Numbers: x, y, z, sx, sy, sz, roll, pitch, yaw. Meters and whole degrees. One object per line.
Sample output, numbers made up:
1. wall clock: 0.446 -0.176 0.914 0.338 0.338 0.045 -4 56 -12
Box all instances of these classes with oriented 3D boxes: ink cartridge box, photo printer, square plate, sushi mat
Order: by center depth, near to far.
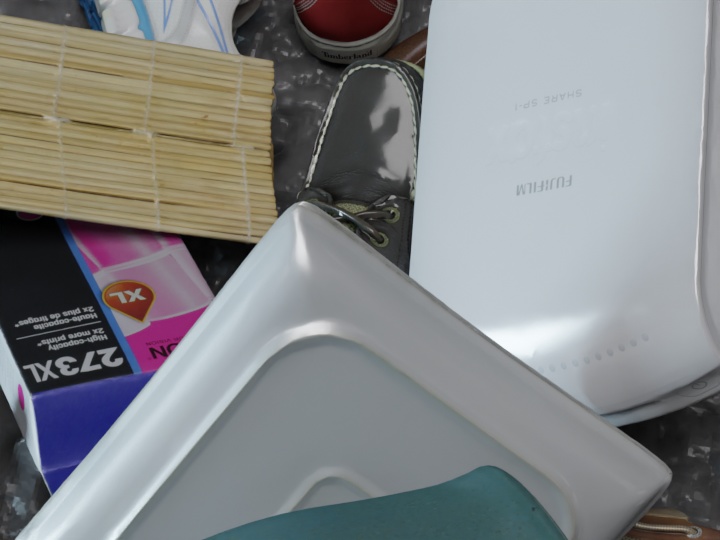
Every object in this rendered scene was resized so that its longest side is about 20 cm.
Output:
1. square plate: -0.009 0.104 1.017 0.198 0.028 0.200 36 104 -18
2. photo printer: 0.096 -0.034 1.069 0.166 0.069 0.201 -9 69 41
3. ink cartridge box: -0.109 0.027 1.098 0.094 0.037 0.200 -10 39 -19
4. sushi mat: -0.130 -0.065 1.128 0.199 0.012 0.096 8 65 -19

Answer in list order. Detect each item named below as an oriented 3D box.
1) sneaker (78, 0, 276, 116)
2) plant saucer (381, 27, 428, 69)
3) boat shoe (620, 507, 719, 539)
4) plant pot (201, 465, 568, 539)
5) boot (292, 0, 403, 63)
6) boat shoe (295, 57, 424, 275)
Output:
1. sneaker: -0.093 -0.144 1.220 0.086 0.075 0.201 -15 74 -14
2. plant saucer: 0.079 -0.042 1.187 0.199 0.035 0.201 0 65 -1
3. boat shoe: 0.114 0.136 1.091 0.199 0.076 0.072 16 32 17
4. plant pot: -0.001 0.170 0.936 0.187 0.200 0.201 -28 68 -12
5. boot: -0.010 -0.218 1.207 0.072 0.144 0.201 -4 61 1
6. boat shoe: -0.001 0.001 1.122 0.071 0.066 0.202 4 80 21
